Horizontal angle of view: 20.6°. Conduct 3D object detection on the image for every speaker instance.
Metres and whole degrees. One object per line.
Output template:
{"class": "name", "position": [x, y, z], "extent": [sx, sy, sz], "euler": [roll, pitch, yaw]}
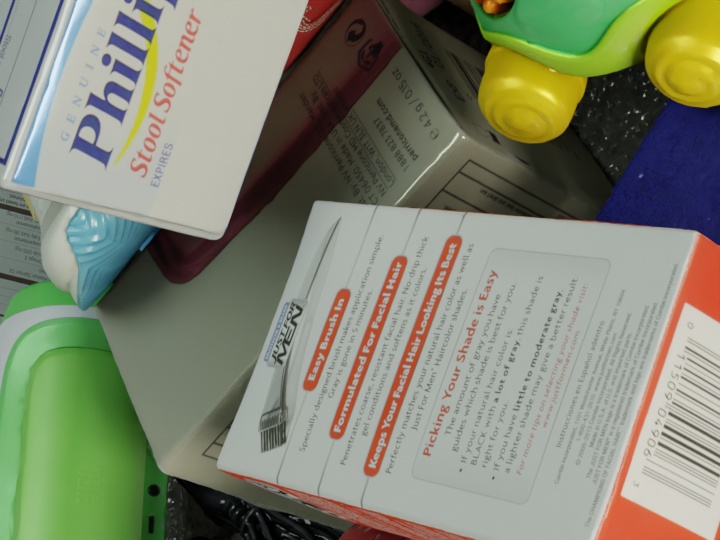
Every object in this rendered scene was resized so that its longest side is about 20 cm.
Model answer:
{"class": "speaker", "position": [-0.134, 0.110, 0.916], "extent": [0.088, 0.088, 0.202], "euler": [-19, 59, 37]}

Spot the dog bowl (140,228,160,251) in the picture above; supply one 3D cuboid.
{"class": "dog bowl", "position": [-0.084, -0.043, 1.024], "extent": [0.111, 0.049, 0.201], "euler": [-41, 49, 24]}

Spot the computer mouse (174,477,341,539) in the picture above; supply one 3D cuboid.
{"class": "computer mouse", "position": [-0.096, 0.182, 0.941], "extent": [0.138, 0.053, 0.201], "euler": [38, 101, 44]}

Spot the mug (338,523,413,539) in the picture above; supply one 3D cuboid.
{"class": "mug", "position": [0.086, 0.136, 0.719], "extent": [0.199, 0.133, 0.179], "euler": [-3, 100, 39]}

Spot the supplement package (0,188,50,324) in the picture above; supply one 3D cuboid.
{"class": "supplement package", "position": [-0.247, 0.049, 1.040], "extent": [0.152, 0.150, 0.202], "euler": [156, 126, -63]}

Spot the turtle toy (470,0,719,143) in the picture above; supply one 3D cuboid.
{"class": "turtle toy", "position": [0.106, -0.138, 0.708], "extent": [0.199, 0.101, 0.147], "euler": [-10, 47, 42]}

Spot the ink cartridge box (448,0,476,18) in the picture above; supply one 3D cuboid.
{"class": "ink cartridge box", "position": [0.138, -0.181, 0.847], "extent": [0.199, 0.075, 0.166], "euler": [12, 81, 47]}

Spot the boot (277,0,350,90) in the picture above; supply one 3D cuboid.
{"class": "boot", "position": [-0.024, -0.142, 0.809], "extent": [0.072, 0.144, 0.200], "euler": [44, 93, 1]}

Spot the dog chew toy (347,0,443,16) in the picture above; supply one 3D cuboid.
{"class": "dog chew toy", "position": [-0.021, -0.129, 0.935], "extent": [0.124, 0.124, 0.201], "euler": [15, 77, 46]}

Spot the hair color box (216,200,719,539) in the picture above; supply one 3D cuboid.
{"class": "hair color box", "position": [0.045, 0.041, 0.688], "extent": [0.199, 0.064, 0.112], "euler": [8, 74, 51]}

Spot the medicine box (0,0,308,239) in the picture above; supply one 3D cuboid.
{"class": "medicine box", "position": [-0.112, -0.133, 0.772], "extent": [0.199, 0.102, 0.184], "euler": [28, 100, 48]}

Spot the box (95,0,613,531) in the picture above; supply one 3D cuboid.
{"class": "box", "position": [0.000, 0.000, 0.869], "extent": [0.200, 0.127, 0.109], "euler": [-47, 46, 19]}

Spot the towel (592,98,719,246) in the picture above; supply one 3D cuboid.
{"class": "towel", "position": [0.150, 0.019, 0.666], "extent": [0.148, 0.049, 0.200], "euler": [-57, 36, 10]}

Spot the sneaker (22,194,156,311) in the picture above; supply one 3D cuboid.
{"class": "sneaker", "position": [-0.126, -0.042, 0.902], "extent": [0.077, 0.081, 0.200], "euler": [-48, 11, 6]}
